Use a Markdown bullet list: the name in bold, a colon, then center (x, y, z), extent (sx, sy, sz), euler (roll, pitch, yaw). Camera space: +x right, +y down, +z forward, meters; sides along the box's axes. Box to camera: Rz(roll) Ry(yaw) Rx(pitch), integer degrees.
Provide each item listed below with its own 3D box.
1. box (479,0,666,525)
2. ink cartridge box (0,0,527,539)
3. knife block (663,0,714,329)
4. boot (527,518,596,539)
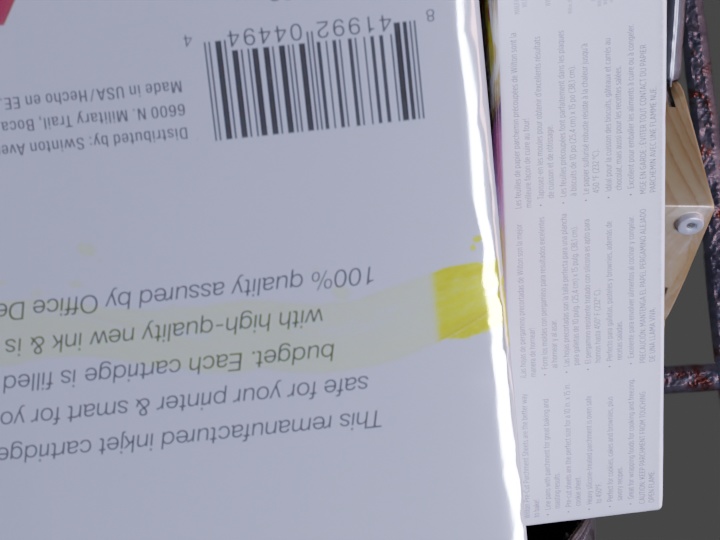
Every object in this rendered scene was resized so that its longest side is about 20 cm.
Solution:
- **box**: center (0.048, -0.031, 0.588), extent (0.039, 0.041, 0.200), euler (-101, -175, -56)
- **ink cartridge box**: center (-0.043, -0.008, 0.563), extent (0.083, 0.145, 0.200), euler (-92, 177, -75)
- **knife block**: center (0.075, -0.057, 0.968), extent (0.200, 0.064, 0.176), euler (104, -17, -48)
- **boot**: center (0.080, 0.149, 0.997), extent (0.200, 0.069, 0.174), euler (-68, 154, -76)
